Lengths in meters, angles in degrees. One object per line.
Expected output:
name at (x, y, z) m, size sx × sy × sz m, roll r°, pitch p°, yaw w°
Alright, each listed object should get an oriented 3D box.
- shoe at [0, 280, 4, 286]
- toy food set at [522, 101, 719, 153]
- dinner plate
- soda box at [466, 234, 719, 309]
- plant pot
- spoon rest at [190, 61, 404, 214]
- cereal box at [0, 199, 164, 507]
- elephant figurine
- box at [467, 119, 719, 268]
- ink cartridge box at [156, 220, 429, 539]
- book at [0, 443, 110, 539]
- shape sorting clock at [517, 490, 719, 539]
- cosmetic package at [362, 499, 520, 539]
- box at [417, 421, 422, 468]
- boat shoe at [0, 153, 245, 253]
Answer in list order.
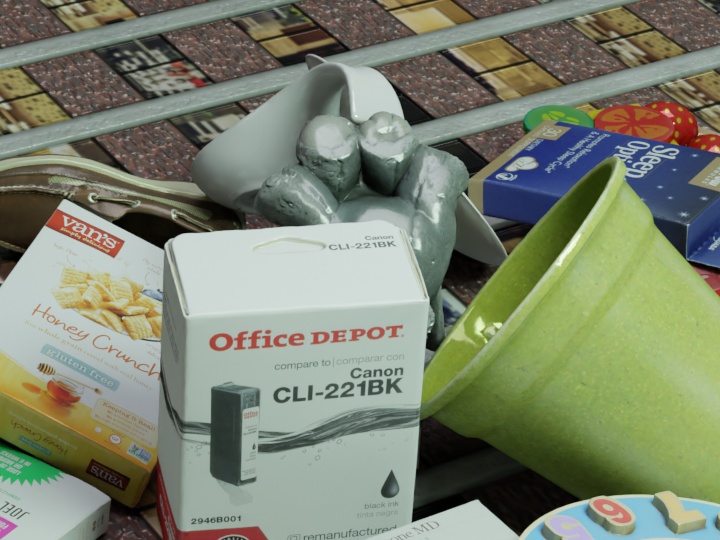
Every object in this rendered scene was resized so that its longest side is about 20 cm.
shoe at (-0.245, 0.039, 1.777) m, size 0.199 × 0.054 × 0.070 m, roll 19°, pitch 36°, yaw 19°
toy food set at (0.215, -0.068, 2.000) m, size 0.197 × 0.049 × 0.200 m, roll -10°, pitch 35°, yaw -21°
dinner plate at (0.026, -0.070, 1.884) m, size 0.024 × 0.200 × 0.200 m, roll -43°, pitch 46°, yaw -6°
soda box at (0.167, 0.039, 1.806) m, size 0.199 × 0.070 × 0.063 m, roll -15°, pitch 35°, yaw -27°
plant pot at (0.159, 0.066, 1.639) m, size 0.184 × 0.200 × 0.200 m, roll 40°, pitch 36°, yaw -5°
spoon rest at (-0.040, -0.089, 1.817) m, size 0.099 × 0.200 × 0.061 m, roll 7°, pitch 69°, yaw -31°
cereal box at (-0.166, 0.048, 1.730) m, size 0.144 × 0.040 × 0.200 m, roll 27°, pitch 37°, yaw -1°
elephant figurine at (0.000, 0.000, 1.750) m, size 0.141 × 0.200 × 0.155 m, roll 27°, pitch 59°, yaw 8°
box at (0.189, -0.054, 1.880) m, size 0.199 × 0.033 × 0.121 m, roll 14°, pitch 30°, yaw 26°
ink cartridge box at (-0.042, 0.080, 1.599) m, size 0.144 × 0.201 × 0.084 m, roll -4°, pitch 33°, yaw -12°
book at (-0.258, 0.164, 1.596) m, size 0.133 × 0.048 × 0.200 m, roll 22°, pitch 34°, yaw 23°
shape sorting clock at (0.180, 0.173, 1.483) m, size 0.199 × 0.039 × 0.200 m, roll 8°, pitch 29°, yaw -4°
cosmetic package at (0.078, 0.223, 1.495) m, size 0.107 × 0.085 × 0.200 m, roll -17°, pitch 39°, yaw -33°
box at (-0.021, 0.058, 1.790) m, size 0.110 × 0.035 × 0.200 m, roll 0°, pitch 33°, yaw -5°
boat shoe at (-0.180, -0.031, 1.876) m, size 0.201 × 0.075 × 0.075 m, roll 3°, pitch 31°, yaw -2°
